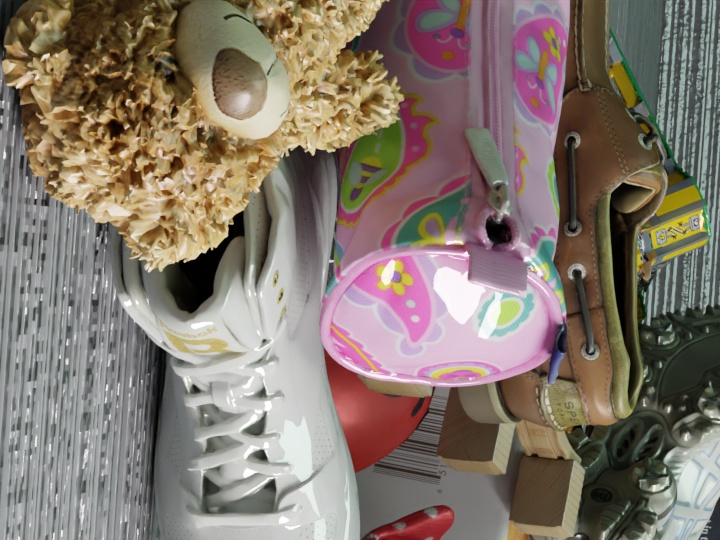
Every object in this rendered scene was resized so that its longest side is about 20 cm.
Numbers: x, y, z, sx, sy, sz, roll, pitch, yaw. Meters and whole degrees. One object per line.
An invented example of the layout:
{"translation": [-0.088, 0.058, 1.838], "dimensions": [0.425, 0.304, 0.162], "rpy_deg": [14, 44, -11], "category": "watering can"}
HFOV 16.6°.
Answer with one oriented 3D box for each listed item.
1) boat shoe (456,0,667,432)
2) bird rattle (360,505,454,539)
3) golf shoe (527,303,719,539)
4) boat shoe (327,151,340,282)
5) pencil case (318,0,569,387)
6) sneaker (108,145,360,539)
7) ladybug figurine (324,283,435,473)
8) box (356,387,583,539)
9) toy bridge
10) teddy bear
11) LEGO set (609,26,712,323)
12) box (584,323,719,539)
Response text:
{"translation": [0.086, -0.037, 0.942], "dimensions": [0.072, 0.068, 0.201], "rpy_deg": [25, 69, -64], "category": "boat shoe"}
{"translation": [-0.027, 0.182, 0.969], "dimensions": [0.200, 0.112, 0.164], "rpy_deg": [-93, -166, -68], "category": "bird rattle"}
{"translation": [0.137, 0.094, 1.149], "dimensions": [0.200, 0.078, 0.098], "rpy_deg": [-42, 144, -39], "category": "golf shoe"}
{"translation": [-0.011, -0.090, 0.924], "dimensions": [0.070, 0.066, 0.201], "rpy_deg": [62, 33, -71], "category": "boat shoe"}
{"translation": [0.032, -0.058, 0.832], "dimensions": [0.088, 0.087, 0.201], "rpy_deg": [79, 12, -54], "category": "pencil case"}
{"translation": [-0.047, 0.039, 0.801], "dimensions": [0.116, 0.073, 0.201], "rpy_deg": [22, 64, -75], "category": "sneaker"}
{"translation": [0.000, 0.000, 1.003], "dimensions": [0.136, 0.072, 0.201], "rpy_deg": [75, 22, -60], "category": "ladybug figurine"}
{"translation": [0.042, 0.102, 1.167], "dimensions": [0.200, 0.097, 0.125], "rpy_deg": [63, 39, -70], "category": "box"}
{"translation": [0.052, 0.048, 0.987], "dimensions": [0.200, 0.027, 0.068], "rpy_deg": [46, 52, -58], "category": "toy bridge"}
{"translation": [-0.024, -0.092, 0.730], "dimensions": [0.200, 0.066, 0.146], "rpy_deg": [-40, 136, -52], "category": "teddy bear"}
{"translation": [0.069, -0.028, 1.138], "dimensions": [0.200, 0.115, 0.154], "rpy_deg": [135, -67, -77], "category": "LEGO set"}
{"translation": [0.204, 0.125, 1.222], "dimensions": [0.104, 0.199, 0.149], "rpy_deg": [77, 26, -68], "category": "box"}
